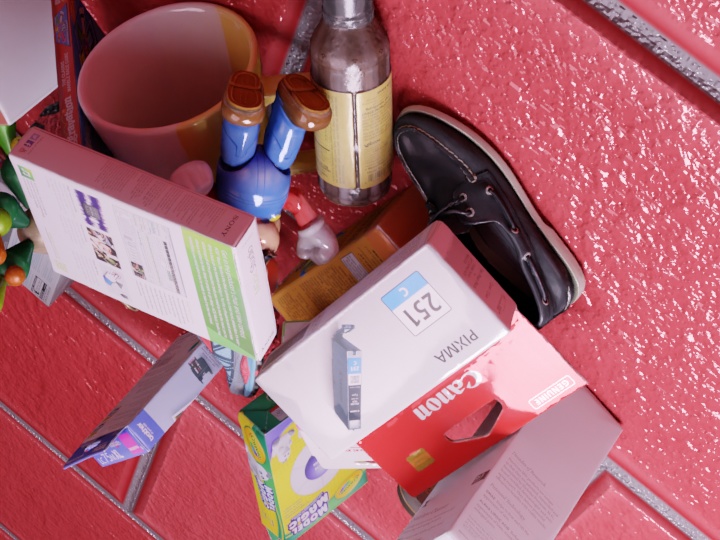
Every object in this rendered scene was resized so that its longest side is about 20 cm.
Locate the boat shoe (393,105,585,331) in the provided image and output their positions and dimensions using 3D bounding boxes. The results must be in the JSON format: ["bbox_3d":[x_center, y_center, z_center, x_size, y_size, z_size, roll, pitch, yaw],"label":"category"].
[{"bbox_3d":[0.087,-0.035,1.043,0.200,0.066,0.074,51,144,-11],"label":"boat shoe"}]

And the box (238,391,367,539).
[{"bbox_3d":[-0.053,0.186,1.363,0.048,0.117,0.202,36,148,34],"label":"box"}]

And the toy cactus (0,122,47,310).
[{"bbox_3d":[-0.335,-0.044,1.302,0.101,0.203,0.165,-18,158,21],"label":"toy cactus"}]

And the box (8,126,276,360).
[{"bbox_3d":[-0.160,-0.019,1.026,0.198,0.037,0.145,23,148,19],"label":"box"}]

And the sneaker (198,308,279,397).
[{"bbox_3d":[-0.131,0.030,1.290,0.094,0.080,0.202,6,126,12],"label":"sneaker"}]

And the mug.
[{"bbox_3d":[-0.125,-0.105,1.118,0.185,0.150,0.154,27,151,32],"label":"mug"}]

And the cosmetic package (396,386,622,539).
[{"bbox_3d":[0.119,0.183,1.125,0.081,0.200,0.113,44,143,-6],"label":"cosmetic package"}]

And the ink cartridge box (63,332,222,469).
[{"bbox_3d":[-0.208,0.133,1.390,0.042,0.200,0.119,50,145,-11],"label":"ink cartridge box"}]

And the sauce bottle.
[{"bbox_3d":[-0.006,-0.144,1.023,0.064,0.065,0.202,23,136,25],"label":"sauce bottle"}]

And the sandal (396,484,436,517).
[{"bbox_3d":[0.125,0.245,1.309,0.199,0.081,0.055,38,124,18],"label":"sandal"}]

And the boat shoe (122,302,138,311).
[{"bbox_3d":[-0.252,-0.020,1.321,0.072,0.064,0.201,14,166,22],"label":"boat shoe"}]

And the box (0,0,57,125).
[{"bbox_3d":[-0.370,-0.243,1.238,0.151,0.106,0.202,4,130,41],"label":"box"}]

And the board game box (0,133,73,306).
[{"bbox_3d":[-0.376,-0.075,1.458,0.199,0.064,0.148,41,144,1],"label":"board game box"}]

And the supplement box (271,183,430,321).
[{"bbox_3d":[0.000,0.000,1.166,0.069,0.067,0.200,47,144,-6],"label":"supplement box"}]

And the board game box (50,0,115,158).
[{"bbox_3d":[-0.221,-0.133,1.138,0.019,0.202,0.103,-18,146,8],"label":"board game box"}]

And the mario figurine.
[{"bbox_3d":[-0.076,-0.044,1.037,0.122,0.106,0.202,23,131,7],"label":"mario figurine"}]

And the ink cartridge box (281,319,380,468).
[{"bbox_3d":[0.002,0.113,1.215,0.115,0.068,0.201,-3,152,8],"label":"ink cartridge box"}]

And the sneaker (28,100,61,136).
[{"bbox_3d":[-0.220,-0.097,1.286,0.199,0.080,0.096,28,160,35],"label":"sneaker"}]

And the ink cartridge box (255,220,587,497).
[{"bbox_3d":[0.045,0.085,1.060,0.176,0.045,0.199,45,121,-11],"label":"ink cartridge box"}]
